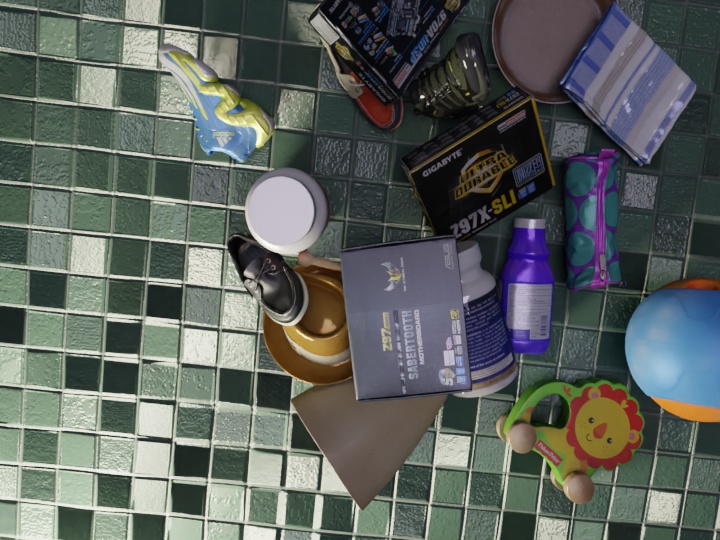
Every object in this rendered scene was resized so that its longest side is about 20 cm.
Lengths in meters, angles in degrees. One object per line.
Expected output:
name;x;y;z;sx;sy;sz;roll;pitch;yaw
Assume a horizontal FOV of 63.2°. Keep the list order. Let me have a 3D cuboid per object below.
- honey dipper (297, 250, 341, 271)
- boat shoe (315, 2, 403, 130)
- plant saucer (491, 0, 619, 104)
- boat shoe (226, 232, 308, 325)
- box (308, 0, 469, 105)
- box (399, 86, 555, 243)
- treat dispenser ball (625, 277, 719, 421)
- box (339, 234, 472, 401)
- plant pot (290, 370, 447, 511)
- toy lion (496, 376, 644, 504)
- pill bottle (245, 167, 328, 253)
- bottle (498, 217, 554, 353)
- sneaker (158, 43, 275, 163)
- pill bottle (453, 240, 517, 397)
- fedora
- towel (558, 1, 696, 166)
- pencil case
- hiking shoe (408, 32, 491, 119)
honey dipper;0.000;0.000;0.847;0.196;0.038;0.039;15;96;-27
boat shoe;-0.003;-0.295;0.852;0.070;0.063;0.203;-25;95;25
plant saucer;0.290;-0.352;0.877;0.195;0.032;0.206;0;96;-2
boat shoe;-0.138;0.003;0.824;0.075;0.200;0.066;-47;133;10
box;0.044;-0.363;0.813;0.158;0.046;0.202;40;75;-22
box;0.173;-0.141;0.851;0.197;0.050;0.161;-30;130;1
treat dispenser ball;0.490;0.112;0.847;0.195;0.201;0.207;0;96;-1
box;0.060;0.062;0.773;0.153;0.051;0.206;-6;91;8
plant pot;0.026;0.211;0.874;0.198;0.187;0.189;-35;96;-12
toy lion;0.346;0.247;0.934;0.199;0.069;0.193;39;87;-5
pill bottle;-0.098;-0.083;0.813;0.109;0.200;0.116;0;96;-1
bottle;0.254;0.023;0.900;0.081;0.065;0.206;1;96;-3
sneaker;-0.227;-0.235;0.856;0.198;0.076;0.106;35;95;-6
pill bottle;0.151;0.068;0.850;0.113;0.116;0.205;-17;101;1
fedora;-0.059;0.061;0.848;0.195;0.082;0.205;-4;63;7
towel;0.401;-0.273;0.871;0.198;0.024;0.148;33;93;-18
pencil case;0.349;-0.074;0.879;0.083;0.092;0.206;-4;96;-1
hiking shoe;0.117;-0.249;0.800;0.098;0.200;0.078;-13;81;1
